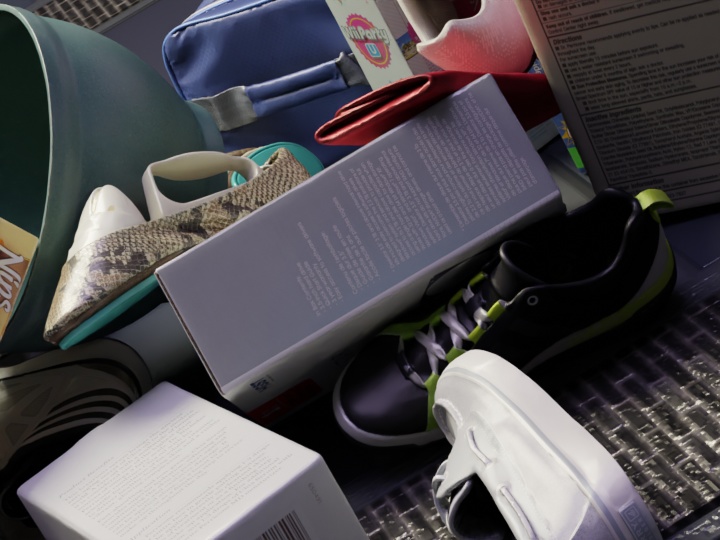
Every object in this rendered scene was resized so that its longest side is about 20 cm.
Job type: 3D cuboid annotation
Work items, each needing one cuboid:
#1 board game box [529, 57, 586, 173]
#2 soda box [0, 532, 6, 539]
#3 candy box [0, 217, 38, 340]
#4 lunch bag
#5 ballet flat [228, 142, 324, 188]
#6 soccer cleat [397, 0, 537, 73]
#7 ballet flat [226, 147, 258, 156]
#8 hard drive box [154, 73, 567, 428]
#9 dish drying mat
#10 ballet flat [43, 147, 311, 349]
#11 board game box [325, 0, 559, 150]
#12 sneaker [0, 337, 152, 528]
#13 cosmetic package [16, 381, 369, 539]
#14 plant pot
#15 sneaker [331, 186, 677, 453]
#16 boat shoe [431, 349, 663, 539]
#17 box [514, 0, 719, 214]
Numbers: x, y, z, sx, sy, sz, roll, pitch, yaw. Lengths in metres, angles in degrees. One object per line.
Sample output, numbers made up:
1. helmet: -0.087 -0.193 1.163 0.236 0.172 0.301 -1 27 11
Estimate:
1. board game box: 0.161 -0.170 1.576 0.034 0.136 0.200 -9 29 42
2. soda box: -0.224 0.178 1.376 0.068 0.064 0.200 -29 20 2
3. candy box: -0.254 0.056 1.448 0.200 0.055 0.116 -39 27 51
4. lunch bag: -0.021 -0.142 1.741 0.199 0.136 0.132 -15 26 30
5. ballet flat: -0.073 -0.019 1.633 0.062 0.067 0.200 -54 3 28
6. soccer cleat: 0.045 -0.193 1.467 0.070 0.086 0.201 -40 53 34
7. ballet flat: -0.139 -0.021 1.718 0.200 0.067 0.046 -35 37 -1
8. hard drive box: 0.007 -0.007 1.380 0.199 0.077 0.156 -30 -12 2
9. dish drying mat: 0.053 -0.088 1.401 0.077 0.018 0.200 -25 -10 28
10. ballet flat: -0.105 -0.021 1.424 0.199 0.076 0.068 -24 -9 -38
11. board game box: 0.064 -0.169 1.605 0.147 0.201 0.064 -37 22 -21
12. sneaker: -0.222 0.107 1.518 0.199 0.076 0.115 -20 21 15
13. cosmetic package: -0.083 0.127 1.302 0.101 0.071 0.200 -36 22 -17
14. plant pot: -0.160 -0.046 1.528 0.133 0.202 0.200 6 3 -30
15. sneaker: 0.067 0.015 1.320 0.199 0.083 0.072 -31 54 -4
16. boat shoe: 0.068 0.098 1.196 0.068 0.072 0.200 -33 30 -9
17. box: 0.167 -0.144 1.412 0.127 0.201 0.109 -10 28 30
